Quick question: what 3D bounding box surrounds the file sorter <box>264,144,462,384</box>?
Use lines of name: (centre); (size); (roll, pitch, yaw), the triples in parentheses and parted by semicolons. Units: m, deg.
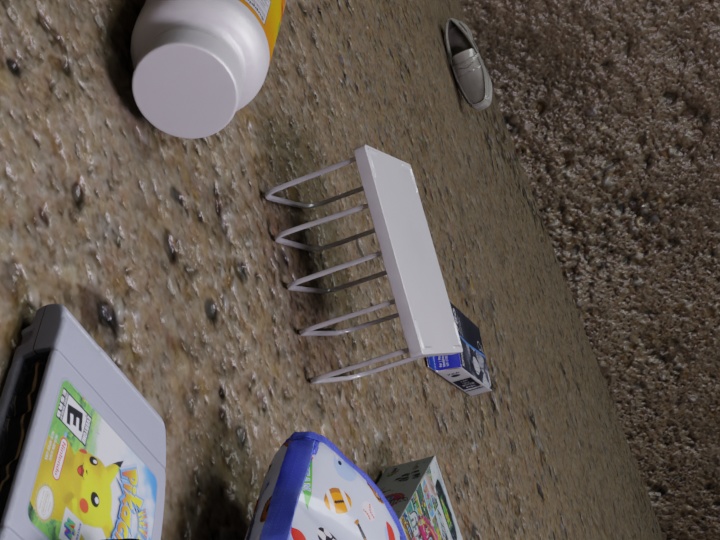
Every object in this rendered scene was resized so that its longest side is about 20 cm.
file sorter: (0.000, 0.000, 1.126); (0.139, 0.124, 0.201); (9, 65, -70)

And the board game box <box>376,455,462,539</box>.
board game box: (0.050, 0.287, 1.113); (0.200, 0.064, 0.148); (-39, 110, -71)

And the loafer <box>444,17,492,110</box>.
loafer: (0.207, -0.408, 2.272); (0.070, 0.070, 0.201); (29, 39, -59)

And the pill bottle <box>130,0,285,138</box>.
pill bottle: (-0.125, -0.194, 0.942); (0.200, 0.111, 0.111); (-84, 151, -52)

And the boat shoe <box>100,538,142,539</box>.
boat shoe: (-0.147, 0.178, 0.520); (0.200, 0.068, 0.085); (-42, 123, -50)

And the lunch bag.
lunch bag: (-0.031, 0.239, 0.812); (0.170, 0.123, 0.201); (-76, 153, -58)

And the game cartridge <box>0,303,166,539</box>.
game cartridge: (-0.161, 0.132, 0.651); (0.201, 0.040, 0.134); (-89, 159, -46)

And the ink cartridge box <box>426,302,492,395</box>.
ink cartridge box: (0.131, 0.105, 1.583); (0.200, 0.039, 0.100); (35, 42, -63)
